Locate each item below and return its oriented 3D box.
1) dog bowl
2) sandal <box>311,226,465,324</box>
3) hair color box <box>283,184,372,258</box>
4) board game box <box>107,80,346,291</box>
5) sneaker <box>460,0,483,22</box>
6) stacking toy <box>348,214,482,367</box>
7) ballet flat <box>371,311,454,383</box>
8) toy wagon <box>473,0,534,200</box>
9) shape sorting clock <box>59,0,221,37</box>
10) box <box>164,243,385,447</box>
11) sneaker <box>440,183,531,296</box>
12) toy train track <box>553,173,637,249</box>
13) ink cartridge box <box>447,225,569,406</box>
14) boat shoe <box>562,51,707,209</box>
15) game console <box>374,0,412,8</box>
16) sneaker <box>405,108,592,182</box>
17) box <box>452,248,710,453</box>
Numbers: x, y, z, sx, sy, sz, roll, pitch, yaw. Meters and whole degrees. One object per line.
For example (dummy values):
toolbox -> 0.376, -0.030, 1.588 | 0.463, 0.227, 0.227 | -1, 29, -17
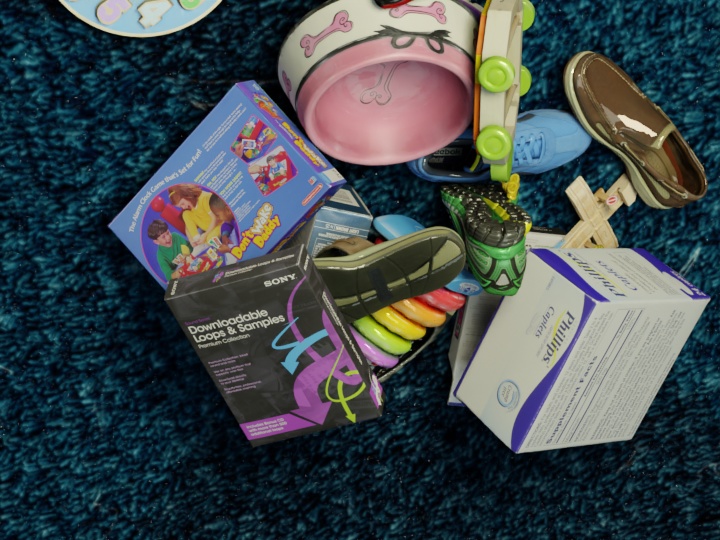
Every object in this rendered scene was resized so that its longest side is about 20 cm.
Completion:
dog bowl -> 0.024, -0.175, 1.664 | 0.199, 0.074, 0.200 | -7, 148, -5
sandal -> 0.001, 0.001, 1.681 | 0.200, 0.057, 0.080 | -14, 128, 1
hair color box -> -0.051, 0.017, 1.763 | 0.060, 0.100, 0.201 | 12, 108, -17
board game box -> -0.129, -0.064, 1.689 | 0.135, 0.045, 0.200 | 48, 111, 7
sneaker -> 0.050, -0.240, 1.694 | 0.200, 0.083, 0.081 | 23, 105, -20
stacking toy -> 0.019, 0.053, 1.768 | 0.200, 0.110, 0.116 | -53, 155, 10
ballet flat -> 0.030, 0.084, 1.830 | 0.200, 0.057, 0.066 | -43, 114, 6
toy wagon -> 0.132, -0.160, 1.659 | 0.039, 0.155, 0.201 | 6, 121, 10
shape sorting clock -> -0.204, -0.313, 1.635 | 0.199, 0.039, 0.201 | -4, 111, -10
box -> -0.080, 0.075, 1.681 | 0.143, 0.036, 0.200 | -15, 123, 19
sneaker -> 0.118, -0.034, 1.726 | 0.078, 0.200, 0.085 | 1, 109, -2
toy train track -> 0.219, -0.018, 1.810 | 0.200, 0.033, 0.115 | -46, 133, -11
ink cartridge box -> 0.150, 0.048, 1.854 | 0.094, 0.037, 0.201 | 6, 107, -15
boat shoe -> 0.285, -0.144, 1.777 | 0.202, 0.075, 0.075 | 46, 68, -28
game console -> 0.063, -0.349, 1.614 | 0.176, 0.200, 0.031 | -21, 157, -4
sneaker -> 0.142, -0.118, 1.765 | 0.199, 0.078, 0.066 | -5, 110, -11
box -> 0.223, 0.077, 1.784 | 0.200, 0.105, 0.184 | 0, 123, -46
